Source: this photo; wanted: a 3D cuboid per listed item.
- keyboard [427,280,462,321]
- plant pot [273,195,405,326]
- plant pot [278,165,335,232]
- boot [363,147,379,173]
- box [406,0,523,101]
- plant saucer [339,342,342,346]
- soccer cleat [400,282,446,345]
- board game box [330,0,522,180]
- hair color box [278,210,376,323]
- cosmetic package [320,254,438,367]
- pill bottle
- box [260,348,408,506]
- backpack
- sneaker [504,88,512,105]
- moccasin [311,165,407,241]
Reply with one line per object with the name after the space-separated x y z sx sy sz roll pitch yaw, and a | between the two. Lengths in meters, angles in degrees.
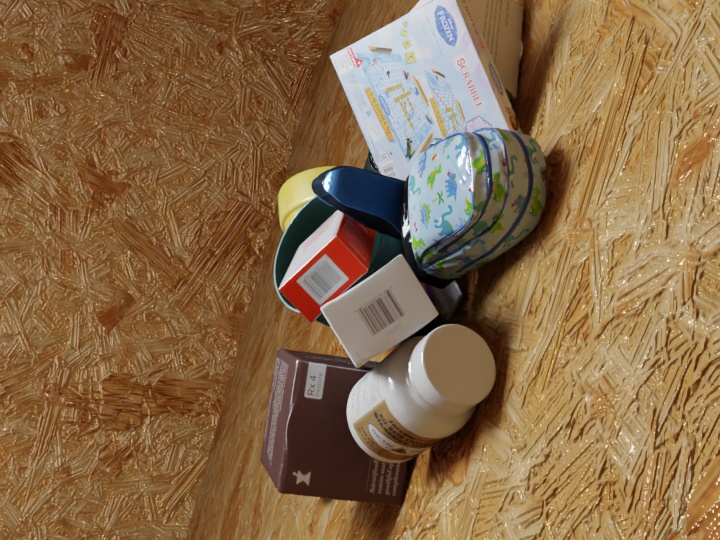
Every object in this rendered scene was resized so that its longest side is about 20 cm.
0.088 -0.028 1.335 0.202 0.011 0.057 66 146 34 | keyboard
0.000 0.000 1.450 0.199 0.160 0.203 -22 53 31 | plant pot
-0.051 -0.062 1.848 0.201 0.198 0.192 128 143 -56 | plant pot
0.046 -0.169 1.715 0.201 0.076 0.169 -56 -7 -48 | boot
0.122 -0.289 1.430 0.200 0.130 0.201 -40 30 45 | box
0.035 0.020 1.636 0.200 0.048 0.203 139 148 -67 | plant saucer
0.083 0.076 1.297 0.068 0.073 0.201 -31 46 12 | soccer cleat
0.083 -0.228 1.291 0.198 0.202 0.041 -20 7 33 | board game box
-0.037 -0.016 1.259 0.101 0.061 0.200 -42 10 14 | hair color box
0.022 0.051 1.159 0.112 0.082 0.200 -32 -3 -3 | cosmetic package
0.068 0.138 1.126 0.200 0.113 0.116 132 155 -57 | pill bottle
-0.033 0.202 1.324 0.200 0.162 0.169 -177 96 -78 | box
0.128 -0.084 1.152 0.198 0.153 0.166 -15 66 44 | backpack
0.158 -0.158 1.351 0.201 0.069 0.076 119 147 -52 | sneaker
0.026 -0.088 1.253 0.068 0.199 0.082 6 73 53 | moccasin
